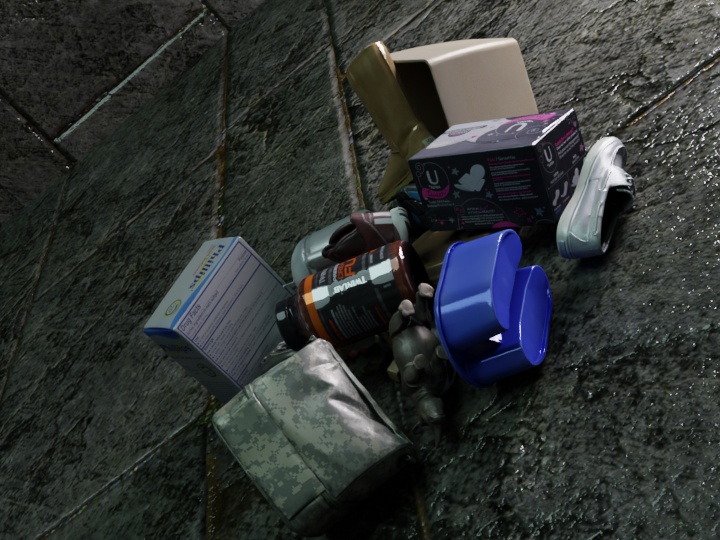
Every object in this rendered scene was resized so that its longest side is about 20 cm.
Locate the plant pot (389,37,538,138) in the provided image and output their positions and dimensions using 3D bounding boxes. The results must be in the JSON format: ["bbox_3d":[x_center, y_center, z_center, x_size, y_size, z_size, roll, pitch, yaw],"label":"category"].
[{"bbox_3d":[0.155,-0.263,1.819,0.176,0.201,0.200,-28,20,-21],"label":"plant pot"}]

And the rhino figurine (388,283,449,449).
[{"bbox_3d":[0.077,0.123,1.435,0.088,0.059,0.201,110,153,-57],"label":"rhino figurine"}]

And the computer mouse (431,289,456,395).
[{"bbox_3d":[0.091,0.085,1.544,0.109,0.044,0.201,-15,36,16],"label":"computer mouse"}]

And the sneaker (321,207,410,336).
[{"bbox_3d":[0.000,0.000,1.638,0.076,0.115,0.201,-105,19,-59],"label":"sneaker"}]

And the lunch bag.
[{"bbox_3d":[-0.050,0.200,1.422,0.168,0.139,0.200,-42,69,6],"label":"lunch bag"}]

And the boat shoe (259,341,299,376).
[{"bbox_3d":[-0.112,0.127,1.689,0.200,0.066,0.057,130,133,-67],"label":"boat shoe"}]

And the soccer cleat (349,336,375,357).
[{"bbox_3d":[-0.045,0.084,1.731,0.200,0.069,0.078,-10,59,55],"label":"soccer cleat"}]

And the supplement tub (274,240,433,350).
[{"bbox_3d":[-0.012,0.041,1.560,0.199,0.107,0.107,-22,31,16],"label":"supplement tub"}]

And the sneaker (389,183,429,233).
[{"bbox_3d":[0.098,-0.108,1.764,0.082,0.073,0.200,-37,4,-10],"label":"sneaker"}]

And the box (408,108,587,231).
[{"bbox_3d":[0.190,-0.135,1.590,0.199,0.115,0.132,-1,27,39],"label":"box"}]

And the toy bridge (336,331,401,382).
[{"bbox_3d":[-0.013,0.089,1.625,0.199,0.027,0.067,20,63,31],"label":"toy bridge"}]

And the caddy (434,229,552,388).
[{"bbox_3d":[0.152,0.046,1.423,0.105,0.142,0.201,-22,32,32],"label":"caddy"}]

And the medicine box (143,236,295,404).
[{"bbox_3d":[-0.194,0.082,1.806,0.103,0.200,0.183,-6,44,52],"label":"medicine box"}]

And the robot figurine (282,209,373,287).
[{"bbox_3d":[-0.022,-0.018,1.788,0.199,0.169,0.113,-25,73,21],"label":"robot figurine"}]

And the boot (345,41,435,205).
[{"bbox_3d":[0.038,-0.221,1.799,0.066,0.201,0.175,-25,-9,-39],"label":"boot"}]

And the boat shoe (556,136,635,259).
[{"bbox_3d":[0.312,-0.090,1.493,0.071,0.070,0.201,5,50,33],"label":"boat shoe"}]

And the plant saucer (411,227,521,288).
[{"bbox_3d":[0.136,-0.040,1.652,0.199,0.030,0.200,-29,17,10],"label":"plant saucer"}]
